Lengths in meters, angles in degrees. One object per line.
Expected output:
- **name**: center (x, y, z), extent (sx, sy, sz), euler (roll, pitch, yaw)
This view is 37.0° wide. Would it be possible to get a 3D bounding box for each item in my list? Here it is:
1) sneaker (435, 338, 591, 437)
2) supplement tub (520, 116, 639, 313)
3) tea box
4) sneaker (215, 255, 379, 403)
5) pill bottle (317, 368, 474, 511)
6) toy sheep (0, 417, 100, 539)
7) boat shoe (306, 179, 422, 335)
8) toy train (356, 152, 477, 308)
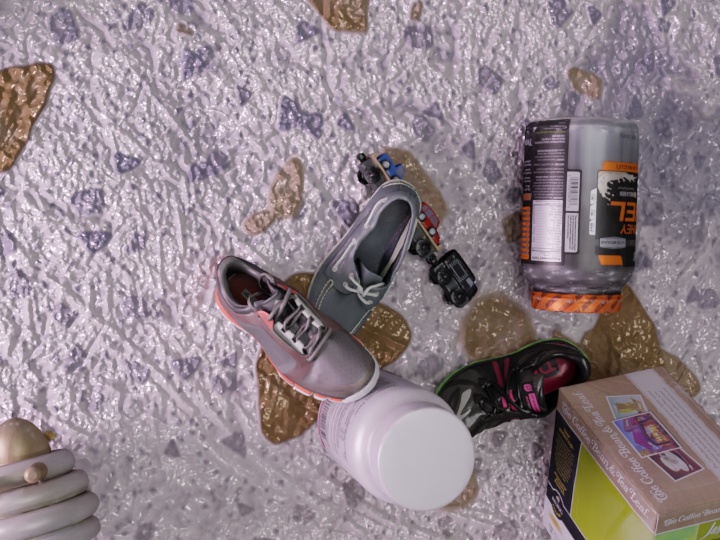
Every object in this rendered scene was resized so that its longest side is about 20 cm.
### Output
- **sneaker**: center (0.160, 0.128, 1.156), extent (0.199, 0.084, 0.077), euler (-27, 99, -13)
- **supplement tub**: center (0.233, -0.058, 1.148), extent (0.121, 0.122, 0.202), euler (0, 94, -16)
- **tea box**: center (0.295, 0.243, 1.111), extent (0.132, 0.200, 0.198), euler (-10, 123, -15)
- **sneaker**: center (-0.071, 0.055, 1.043), extent (0.199, 0.082, 0.077), euler (33, 73, 17)
- **pill bottle**: center (0.033, 0.165, 1.061), extent (0.112, 0.200, 0.115), euler (-1, 94, -16)
- **toy sheep**: center (-0.305, 0.237, 1.002), extent (0.136, 0.138, 0.202), euler (-9, 88, -15)
- **boat shoe**: center (0.000, 0.000, 1.098), extent (0.072, 0.062, 0.201), euler (29, 99, -9)
- **toy train**: center (0.062, -0.048, 1.144), extent (0.046, 0.034, 0.201), euler (-40, 103, -14)
